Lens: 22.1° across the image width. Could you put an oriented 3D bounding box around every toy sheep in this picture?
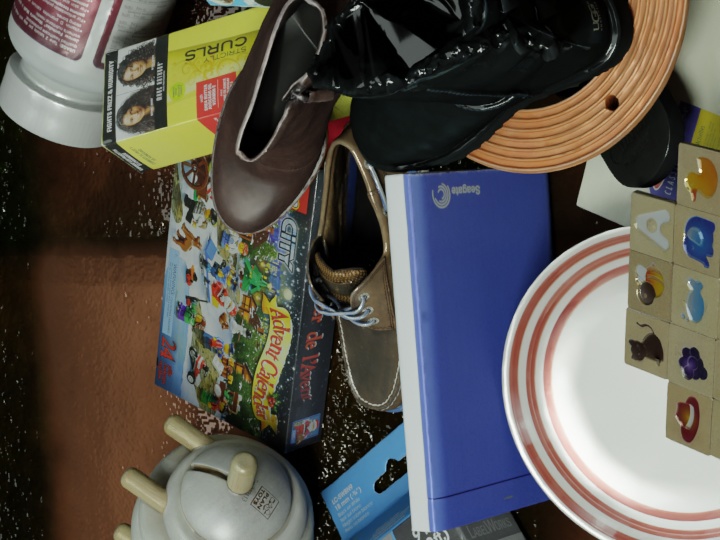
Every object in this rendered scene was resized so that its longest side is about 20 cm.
[{"bbox_3d":[-0.094,0.171,1.241,0.139,0.137,0.200,58,159,20],"label":"toy sheep"}]

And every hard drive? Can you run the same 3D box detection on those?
[{"bbox_3d":[0.072,0.041,1.084,0.025,0.131,0.202,-2,93,42],"label":"hard drive"}]

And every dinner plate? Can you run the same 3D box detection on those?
[{"bbox_3d":[0.176,0.069,1.038,0.198,0.024,0.202,7,108,22],"label":"dinner plate"}]

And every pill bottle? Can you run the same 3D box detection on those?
[{"bbox_3d":[-0.186,-0.196,1.306,0.109,0.109,0.201,41,120,31],"label":"pill bottle"}]

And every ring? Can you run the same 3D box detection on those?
[{"bbox_3d":[0.095,-0.155,1.023,0.199,0.019,0.203,4,98,35],"label":"ring"}]

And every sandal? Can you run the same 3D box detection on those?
[{"bbox_3d":[0.123,-0.130,1.050,0.075,0.045,0.201,-62,38,38],"label":"sandal"}]

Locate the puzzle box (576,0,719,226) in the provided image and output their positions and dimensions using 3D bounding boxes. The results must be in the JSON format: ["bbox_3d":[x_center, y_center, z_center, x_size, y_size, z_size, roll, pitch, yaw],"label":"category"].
[{"bbox_3d":[0.201,-0.108,1.024,0.132,0.025,0.202,27,112,37],"label":"puzzle box"}]

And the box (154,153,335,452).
[{"bbox_3d":[-0.076,0.006,1.266,0.136,0.038,0.202,23,114,38],"label":"box"}]

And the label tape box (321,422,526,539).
[{"bbox_3d":[0.039,0.200,1.177,0.144,0.063,0.201,-43,67,35],"label":"label tape box"}]

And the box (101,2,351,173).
[{"bbox_3d":[-0.075,-0.126,1.207,0.198,0.050,0.076,-11,65,26],"label":"box"}]

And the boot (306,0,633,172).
[{"bbox_3d":[0.034,-0.106,0.961,0.197,0.162,0.074,-22,81,36],"label":"boot"}]

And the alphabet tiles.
[{"bbox_3d":[0.209,0.028,0.939,0.199,0.006,0.168,22,119,49],"label":"alphabet tiles"}]

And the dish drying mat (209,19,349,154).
[{"bbox_3d":[-0.037,-0.103,1.243,0.199,0.018,0.077,29,117,35],"label":"dish drying mat"}]

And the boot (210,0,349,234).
[{"bbox_3d":[-0.055,-0.090,1.067,0.072,0.167,0.201,26,113,1],"label":"boot"}]

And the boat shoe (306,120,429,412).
[{"bbox_3d":[0.000,0.000,1.173,0.072,0.072,0.202,8,109,37],"label":"boat shoe"}]

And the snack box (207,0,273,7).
[{"bbox_3d":[-0.095,-0.234,1.115,0.115,0.200,0.037,9,64,38],"label":"snack box"}]
